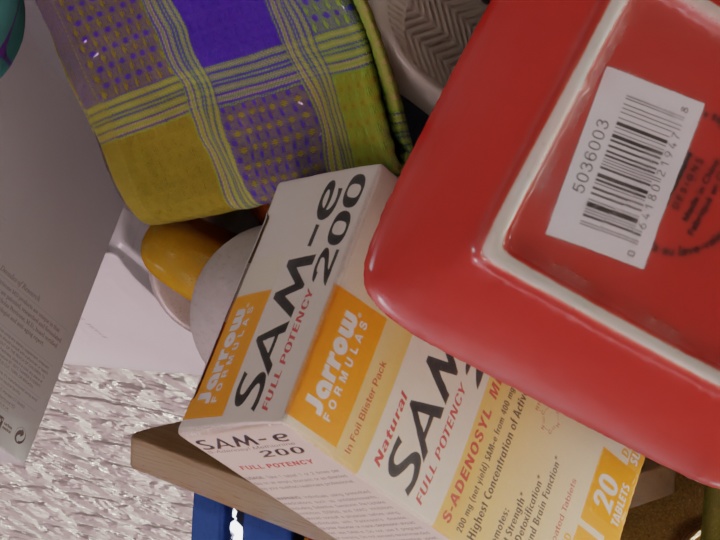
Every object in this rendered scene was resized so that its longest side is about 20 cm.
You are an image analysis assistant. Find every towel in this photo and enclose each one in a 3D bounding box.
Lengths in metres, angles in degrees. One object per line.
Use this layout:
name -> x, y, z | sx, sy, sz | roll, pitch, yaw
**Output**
towel -> -0.065, -0.093, 1.130 | 0.200, 0.023, 0.144 | -7, 108, 48

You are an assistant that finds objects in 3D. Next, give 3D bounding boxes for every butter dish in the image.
butter dish -> 0.107, -0.043, 1.052 | 0.199, 0.200, 0.148 | 28, -179, -18

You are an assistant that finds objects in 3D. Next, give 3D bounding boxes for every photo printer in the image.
photo printer -> -0.166, -0.002, 1.477 | 0.200, 0.070, 0.166 | 3, 154, 34

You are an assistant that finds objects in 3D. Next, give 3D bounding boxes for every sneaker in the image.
sneaker -> 0.049, -0.064, 1.155 | 0.084, 0.075, 0.200 | -9, 136, 47

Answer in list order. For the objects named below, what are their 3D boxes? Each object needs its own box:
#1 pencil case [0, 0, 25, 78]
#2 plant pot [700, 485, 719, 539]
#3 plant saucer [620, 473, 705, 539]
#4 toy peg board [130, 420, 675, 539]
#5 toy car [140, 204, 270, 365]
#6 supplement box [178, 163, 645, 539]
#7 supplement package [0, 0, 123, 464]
pencil case -> -0.190, -0.154, 1.110 | 0.085, 0.093, 0.200 | -11, 160, -10
plant pot -> 0.244, 0.158, 1.290 | 0.187, 0.201, 0.187 | 19, 175, 2
plant saucer -> 0.182, 0.152, 1.385 | 0.200, 0.201, 0.035 | 27, 175, -21
toy peg board -> 0.020, 0.135, 1.301 | 0.200, 0.098, 0.199 | 15, -161, 42
toy car -> 0.000, 0.000, 1.251 | 0.200, 0.150, 0.175 | 32, -177, -21
supplement box -> 0.032, 0.061, 1.112 | 0.200, 0.126, 0.073 | 36, 152, -33
supplement package -> -0.230, -0.030, 1.282 | 0.150, 0.200, 0.152 | 4, 154, 34
